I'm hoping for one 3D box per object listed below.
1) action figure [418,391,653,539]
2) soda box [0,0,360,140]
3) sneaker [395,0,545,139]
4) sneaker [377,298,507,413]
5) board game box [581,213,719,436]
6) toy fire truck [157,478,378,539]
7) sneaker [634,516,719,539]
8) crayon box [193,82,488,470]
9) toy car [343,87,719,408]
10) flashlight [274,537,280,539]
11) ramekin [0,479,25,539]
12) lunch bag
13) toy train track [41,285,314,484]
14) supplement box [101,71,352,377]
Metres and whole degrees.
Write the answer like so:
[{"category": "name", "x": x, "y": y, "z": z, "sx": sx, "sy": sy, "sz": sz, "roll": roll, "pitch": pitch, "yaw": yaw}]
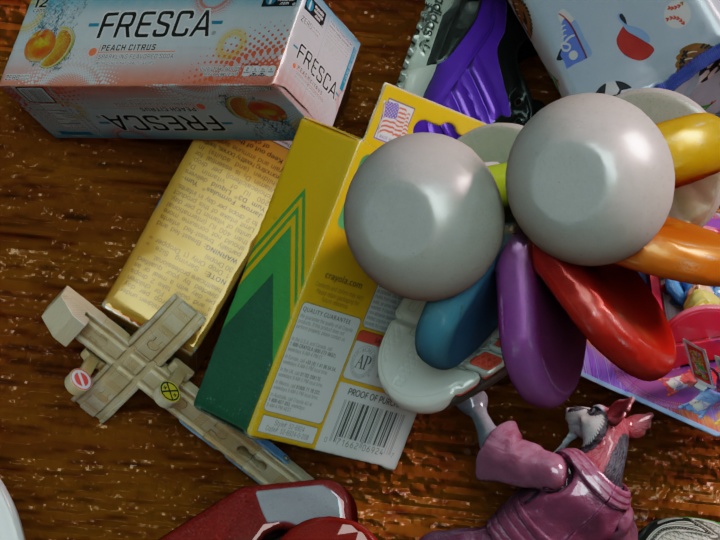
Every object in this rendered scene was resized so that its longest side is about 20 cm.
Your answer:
[{"category": "action figure", "x": 0.088, "y": 0.148, "z": 1.379, "sx": 0.134, "sy": 0.149, "sz": 0.200, "roll": 32, "pitch": 105, "yaw": -19}, {"category": "soda box", "x": -0.104, "y": -0.117, "z": 1.437, "sx": 0.200, "sy": 0.064, "sz": 0.068, "roll": 3, "pitch": 64, "yaw": 33}, {"category": "sneaker", "x": 0.061, "y": -0.073, "z": 1.483, "sx": 0.099, "sy": 0.070, "sz": 0.200, "roll": 19, "pitch": 75, "yaw": 0}, {"category": "sneaker", "x": 0.090, "y": 0.023, "z": 1.403, "sx": 0.077, "sy": 0.082, "sz": 0.200, "roll": 33, "pitch": 60, "yaw": 29}, {"category": "board game box", "x": 0.195, "y": 0.012, "z": 1.421, "sx": 0.158, "sy": 0.039, "sz": 0.200, "roll": -38, "pitch": 42, "yaw": -28}, {"category": "toy fire truck", "x": -0.059, "y": 0.211, "z": 1.317, "sx": 0.168, "sy": 0.112, "sz": 0.200, "roll": -6, "pitch": 75, "yaw": 4}, {"category": "sneaker", "x": 0.240, "y": 0.198, "z": 1.412, "sx": 0.200, "sy": 0.085, "sz": 0.078, "roll": 31, "pitch": 76, "yaw": 6}, {"category": "crayon box", "x": 0.000, "y": 0.000, "z": 1.388, "sx": 0.052, "sy": 0.126, "sz": 0.200, "roll": 25, "pitch": 94, "yaw": 42}, {"category": "toy car", "x": 0.099, "y": -0.007, "z": 1.284, "sx": 0.200, "sy": 0.175, "sz": 0.150, "roll": -12, "pitch": 91, "yaw": 24}, {"category": "flashlight", "x": -0.019, "y": 0.239, "z": 1.402, "sx": 0.068, "sy": 0.068, "sz": 0.200, "roll": -22, "pitch": 70, "yaw": 27}, {"category": "ramekin", "x": -0.278, "y": 0.173, "z": 1.388, "sx": 0.202, "sy": 0.094, "sz": 0.203, "roll": 1, "pitch": 76, "yaw": -3}, {"category": "lunch bag", "x": 0.159, "y": -0.155, "z": 1.454, "sx": 0.124, "sy": 0.200, "sz": 0.170, "roll": -31, "pitch": 78, "yaw": 21}, {"category": "toy train track", "x": -0.097, "y": 0.085, "z": 1.423, "sx": 0.200, "sy": 0.115, "sz": 0.033, "roll": 38, "pitch": 40, "yaw": -9}, {"category": "supplement box", "x": -0.076, "y": -0.043, "z": 1.471, "sx": 0.069, "sy": 0.067, "sz": 0.200, "roll": 25, "pitch": 75, "yaw": 4}]
